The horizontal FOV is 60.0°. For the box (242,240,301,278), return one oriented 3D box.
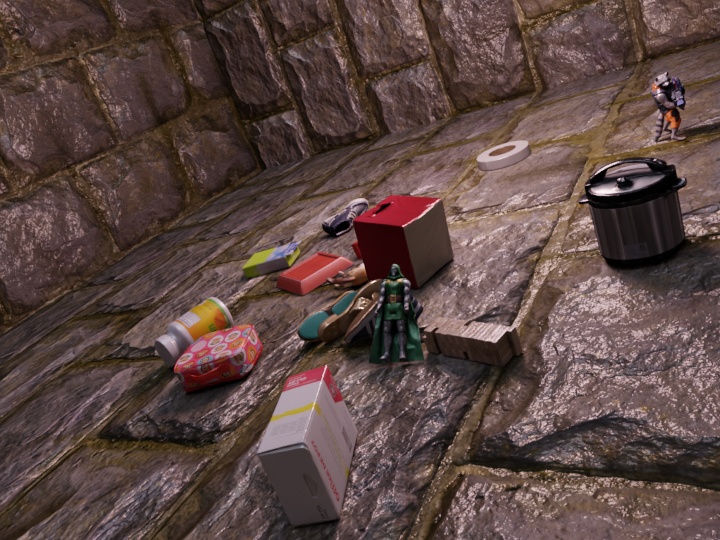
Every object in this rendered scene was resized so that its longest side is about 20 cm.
[{"bbox_3d":[-0.300,-0.040,2.169,0.197,0.048,0.122,-14,22,20],"label":"box"}]

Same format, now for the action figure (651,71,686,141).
[{"bbox_3d":[0.893,-0.474,1.813,0.103,0.196,0.200,-11,22,30],"label":"action figure"}]

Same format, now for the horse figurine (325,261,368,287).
[{"bbox_3d":[0.000,0.000,1.753,0.199,0.051,0.132,-32,17,-34],"label":"horse figurine"}]

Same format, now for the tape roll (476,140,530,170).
[{"bbox_3d":[0.528,-0.426,2.310,0.200,0.038,0.203,-19,20,7],"label":"tape roll"}]

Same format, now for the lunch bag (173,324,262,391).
[{"bbox_3d":[-0.346,0.216,1.512,0.197,0.083,0.177,-16,21,14],"label":"lunch bag"}]

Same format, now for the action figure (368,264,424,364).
[{"bbox_3d":[0.070,0.085,1.277,0.116,0.204,0.055,-5,-21,15],"label":"action figure"}]

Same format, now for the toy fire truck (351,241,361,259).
[{"bbox_3d":[0.047,-0.095,1.891,0.198,0.049,0.141,-30,5,-23],"label":"toy fire truck"}]

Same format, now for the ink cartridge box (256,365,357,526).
[{"bbox_3d":[-0.078,0.273,0.989,0.082,0.147,0.201,-17,20,14],"label":"ink cartridge box"}]

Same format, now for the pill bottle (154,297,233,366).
[{"bbox_3d":[-0.454,0.170,1.700,0.110,0.113,0.199,1,30,47],"label":"pill bottle"}]

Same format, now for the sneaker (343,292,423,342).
[{"bbox_3d":[0.054,0.119,1.382,0.200,0.108,0.070,-47,9,29],"label":"sneaker"}]

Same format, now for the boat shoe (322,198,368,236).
[{"bbox_3d":[-0.037,-0.188,2.259,0.199,0.075,0.092,-36,29,-15],"label":"boat shoe"}]

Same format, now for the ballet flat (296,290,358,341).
[{"bbox_3d":[-0.077,0.120,1.531,0.198,0.069,0.063,-31,-6,-29],"label":"ballet flat"}]

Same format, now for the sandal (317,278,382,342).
[{"bbox_3d":[0.000,0.109,1.471,0.211,0.078,0.069,-36,43,-20],"label":"sandal"}]

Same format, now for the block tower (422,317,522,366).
[{"bbox_3d":[0.206,0.133,1.187,0.058,0.055,0.198,-37,24,-34],"label":"block tower"}]

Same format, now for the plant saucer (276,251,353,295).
[{"bbox_3d":[-0.149,0.000,1.929,0.199,0.037,0.199,-32,22,-24],"label":"plant saucer"}]

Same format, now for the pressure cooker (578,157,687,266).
[{"bbox_3d":[0.561,-0.132,1.276,0.173,0.203,0.179,-24,19,-4],"label":"pressure cooker"}]

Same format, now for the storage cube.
[{"bbox_3d":[0.115,-0.078,1.625,0.178,0.203,0.170,10,35,44],"label":"storage cube"}]
